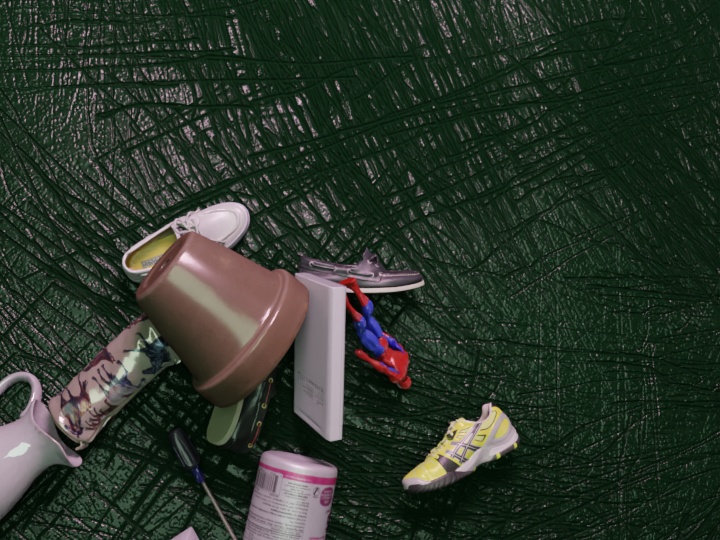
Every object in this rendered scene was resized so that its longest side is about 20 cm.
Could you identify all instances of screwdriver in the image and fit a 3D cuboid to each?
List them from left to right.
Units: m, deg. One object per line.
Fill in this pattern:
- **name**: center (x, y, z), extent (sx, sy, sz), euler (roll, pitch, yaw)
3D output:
- **screwdriver**: center (-0.219, 0.316, 0.933), extent (0.029, 0.028, 0.203), euler (-27, 87, 18)

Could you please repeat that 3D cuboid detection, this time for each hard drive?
- **hard drive**: center (-0.059, 0.114, 0.909), extent (0.026, 0.131, 0.205), euler (-2, 98, -28)

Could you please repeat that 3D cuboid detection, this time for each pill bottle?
- **pill bottle**: center (-0.103, 0.361, 0.900), extent (0.111, 0.113, 0.205), euler (13, 80, -7)

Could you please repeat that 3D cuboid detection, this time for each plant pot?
- **plant pot**: center (-0.191, 0.045, 0.863), extent (0.174, 0.199, 0.202), euler (43, 77, -22)

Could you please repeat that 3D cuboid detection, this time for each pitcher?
- **pitcher**: center (-0.494, 0.243, 0.862), extent (0.198, 0.122, 0.172), euler (-32, 58, -15)

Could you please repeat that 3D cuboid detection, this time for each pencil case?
- **pencil case**: center (-0.333, 0.149, 0.911), extent (0.089, 0.078, 0.200), euler (40, 76, 21)

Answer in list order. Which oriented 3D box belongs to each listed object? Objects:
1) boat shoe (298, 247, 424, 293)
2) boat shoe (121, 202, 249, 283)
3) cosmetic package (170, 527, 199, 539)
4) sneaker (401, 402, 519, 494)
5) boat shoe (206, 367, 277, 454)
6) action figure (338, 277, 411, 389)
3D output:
- **boat shoe**: center (0.000, 0.000, 0.992), extent (0.194, 0.075, 0.068), euler (-2, 93, 0)
- **boat shoe**: center (-0.253, -0.048, 0.950), extent (0.198, 0.086, 0.076), euler (-24, 86, -12)
- **cosmetic package**: center (-0.296, 0.436, 0.863), extent (0.197, 0.101, 0.072), euler (-31, 88, -12)
- **sneaker**: center (0.141, 0.268, 0.983), extent (0.197, 0.075, 0.078), euler (-22, 78, -22)
- **boat shoe**: center (-0.155, 0.160, 0.951), extent (0.063, 0.073, 0.205), euler (36, 63, -39)
- **action figure**: center (0.021, 0.103, 0.964), extent (0.201, 0.051, 0.066), euler (54, 35, -24)
